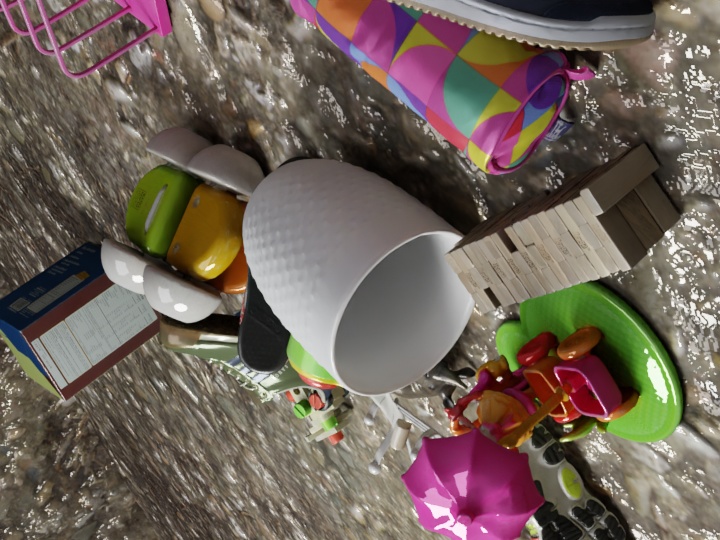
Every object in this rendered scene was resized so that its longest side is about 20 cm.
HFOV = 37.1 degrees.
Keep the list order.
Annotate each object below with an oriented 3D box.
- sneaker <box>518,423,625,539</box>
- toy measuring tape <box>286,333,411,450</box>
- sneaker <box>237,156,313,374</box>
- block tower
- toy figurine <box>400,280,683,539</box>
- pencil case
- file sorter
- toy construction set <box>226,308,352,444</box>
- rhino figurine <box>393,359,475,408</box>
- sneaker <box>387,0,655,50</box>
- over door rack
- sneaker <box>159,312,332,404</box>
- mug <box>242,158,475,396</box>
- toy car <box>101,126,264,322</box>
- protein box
[{"bbox_3d":[0.168,0.205,0.934,0.202,0.076,0.085,62,174,-7],"label":"sneaker"},{"bbox_3d":[-0.019,0.085,0.915,0.200,0.073,0.074,-123,10,-57],"label":"toy measuring tape"},{"bbox_3d":[-0.073,-0.010,1.017,0.066,0.204,0.108,12,-172,0],"label":"sneaker"},{"bbox_3d":[0.126,-0.020,0.710,0.058,0.054,0.200,54,156,-3],"label":"block tower"},{"bbox_3d":[0.101,0.116,0.777,0.151,0.183,0.199,57,156,-9],"label":"toy figurine"},{"bbox_3d":[0.044,-0.144,0.666,0.200,0.088,0.089,41,153,21],"label":"pencil case"},{"bbox_3d":[-0.297,-0.299,1.021,0.199,0.125,0.140,39,153,29],"label":"file sorter"},{"bbox_3d":[-0.080,0.122,1.224,0.200,0.092,0.131,49,132,-8],"label":"toy construction set"},{"bbox_3d":[0.038,0.086,0.998,0.087,0.060,0.199,43,163,-30],"label":"rhino figurine"},{"bbox_3d":[0.069,-0.190,0.570,0.198,0.070,0.110,21,118,22],"label":"sneaker"},{"bbox_3d":[0.084,0.221,1.046,0.147,0.067,0.201,33,161,40],"label":"over door rack"},{"bbox_3d":[-0.111,0.098,1.110,0.067,0.197,0.091,-131,47,-68],"label":"sneaker"},{"bbox_3d":[0.000,0.000,0.885,0.175,0.148,0.200,40,-176,40],"label":"mug"},{"bbox_3d":[-0.161,-0.040,1.116,0.199,0.177,0.149,24,-179,45],"label":"toy car"},{"bbox_3d":[-0.450,0.074,1.698,0.198,0.199,0.136,13,134,55],"label":"protein box"}]
